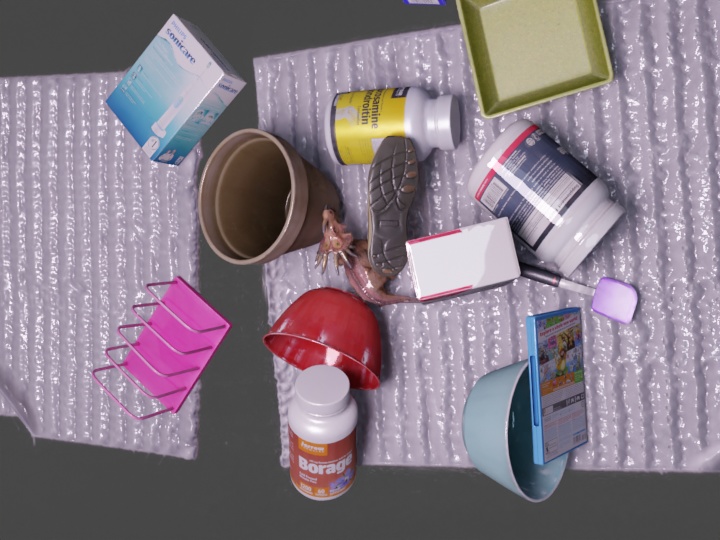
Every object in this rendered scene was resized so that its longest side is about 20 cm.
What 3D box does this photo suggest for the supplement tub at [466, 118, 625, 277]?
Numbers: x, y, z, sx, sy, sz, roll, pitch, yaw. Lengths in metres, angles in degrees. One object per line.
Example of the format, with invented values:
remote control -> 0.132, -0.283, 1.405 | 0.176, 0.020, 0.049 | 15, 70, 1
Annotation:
supplement tub -> 0.263, -0.104, 1.124 | 0.200, 0.140, 0.141 | 43, 104, 12

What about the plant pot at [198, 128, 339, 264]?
plant pot -> -0.128, -0.105, 1.231 | 0.196, 0.172, 0.206 | -3, 85, 34

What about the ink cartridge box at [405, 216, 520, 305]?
ink cartridge box -> 0.145, -0.008, 1.126 | 0.141, 0.200, 0.086 | -13, 84, 5

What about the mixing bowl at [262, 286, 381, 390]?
mixing bowl -> -0.043, 0.097, 1.231 | 0.196, 0.201, 0.110 | 15, 67, 18

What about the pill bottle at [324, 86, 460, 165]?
pill bottle -> 0.051, -0.223, 1.208 | 0.195, 0.112, 0.115 | 0, 92, 19

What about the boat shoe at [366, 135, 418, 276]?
boat shoe -> 0.039, -0.097, 1.163 | 0.074, 0.074, 0.205 | 6, 97, -8

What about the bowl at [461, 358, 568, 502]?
bowl -> 0.218, 0.225, 1.140 | 0.103, 0.199, 0.206 | -2, 92, 39

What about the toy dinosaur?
toy dinosaur -> 0.000, 0.000, 1.222 | 0.086, 0.135, 0.200 | -45, 79, 15

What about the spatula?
spatula -> 0.314, 0.022, 1.174 | 0.196, 0.020, 0.058 | 20, 100, 18

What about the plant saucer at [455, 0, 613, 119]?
plant saucer -> 0.257, -0.346, 1.166 | 0.196, 0.048, 0.205 | -13, 88, 19

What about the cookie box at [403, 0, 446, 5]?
cookie box -> 0.091, -0.519, 1.154 | 0.073, 0.171, 0.205 | 7, 94, 15

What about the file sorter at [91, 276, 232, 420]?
file sorter -> -0.348, 0.136, 1.354 | 0.138, 0.125, 0.202 | 38, 103, 14

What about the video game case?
video game case -> 0.284, 0.161, 1.129 | 0.018, 0.141, 0.206 | -2, 92, 41

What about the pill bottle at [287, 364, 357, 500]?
pill bottle -> -0.059, 0.252, 1.222 | 0.110, 0.113, 0.204 | 14, 128, 18

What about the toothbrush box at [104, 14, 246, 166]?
toothbrush box -> -0.318, -0.307, 1.348 | 0.200, 0.085, 0.147 | -46, 77, 16
